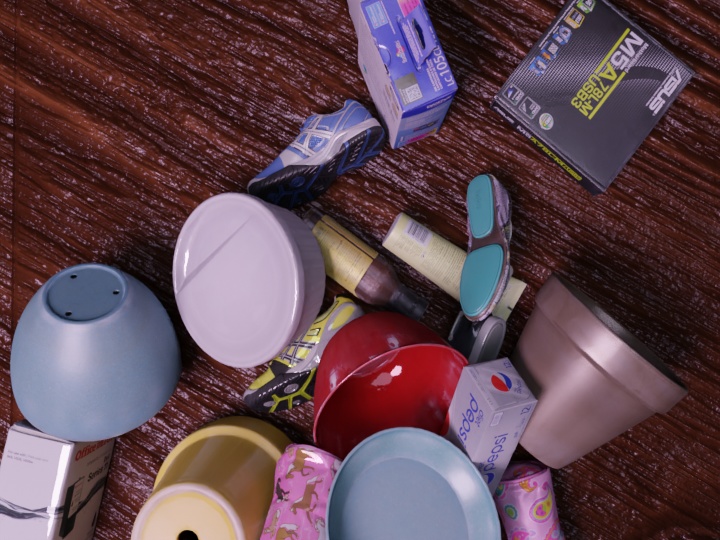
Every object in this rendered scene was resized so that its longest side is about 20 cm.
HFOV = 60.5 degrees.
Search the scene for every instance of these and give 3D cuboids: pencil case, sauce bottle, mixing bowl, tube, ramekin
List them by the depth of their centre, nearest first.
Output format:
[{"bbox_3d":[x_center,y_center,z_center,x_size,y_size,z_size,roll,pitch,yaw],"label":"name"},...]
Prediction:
[{"bbox_3d":[-0.068,0.288,0.642,0.086,0.082,0.204,38,48,-28],"label":"pencil case"},{"bbox_3d":[0.024,0.124,0.734,0.197,0.202,0.109,-28,45,-1],"label":"mixing bowl"},{"bbox_3d":[-0.131,0.008,0.765,0.197,0.094,0.209,4,97,29],"label":"ramekin"},{"bbox_3d":[0.221,0.349,0.780,0.085,0.087,0.206,-13,88,0],"label":"pencil case"},{"bbox_3d":[0.000,0.000,0.809,0.198,0.065,0.065,38,88,4],"label":"sauce bottle"},{"bbox_3d":[0.121,-0.001,0.819,0.197,0.052,0.058,32,127,-3],"label":"tube"}]

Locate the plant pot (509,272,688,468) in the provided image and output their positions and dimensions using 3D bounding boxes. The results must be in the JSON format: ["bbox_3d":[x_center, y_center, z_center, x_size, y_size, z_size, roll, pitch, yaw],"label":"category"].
[{"bbox_3d":[0.255,0.134,0.751,0.199,0.200,0.175,40,105,2],"label":"plant pot"}]

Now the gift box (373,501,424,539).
[{"bbox_3d":[0.037,0.384,0.730,0.181,0.187,0.204,28,87,3],"label":"gift box"}]

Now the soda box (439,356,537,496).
[{"bbox_3d":[0.138,0.201,0.734,0.062,0.069,0.204,-8,131,-22],"label":"soda box"}]

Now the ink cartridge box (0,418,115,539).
[{"bbox_3d":[-0.382,0.285,0.761,0.081,0.147,0.206,12,88,0],"label":"ink cartridge box"}]

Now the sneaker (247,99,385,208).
[{"bbox_3d":[-0.064,-0.153,0.823,0.196,0.076,0.078,-29,65,-1],"label":"sneaker"}]

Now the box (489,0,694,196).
[{"bbox_3d":[0.306,-0.240,0.825,0.192,0.048,0.201,40,89,5],"label":"box"}]

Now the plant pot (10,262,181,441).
[{"bbox_3d":[-0.313,0.073,0.726,0.194,0.137,0.203,7,43,-7],"label":"plant pot"}]

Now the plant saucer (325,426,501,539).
[{"bbox_3d":[0.053,0.271,0.649,0.194,0.036,0.205,9,58,-15],"label":"plant saucer"}]

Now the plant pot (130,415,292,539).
[{"bbox_3d":[-0.170,0.290,0.729,0.194,0.189,0.207,0,86,6],"label":"plant pot"}]

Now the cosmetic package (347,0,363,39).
[{"bbox_3d":[0.018,-0.372,0.758,0.072,0.200,0.105,-16,88,0],"label":"cosmetic package"}]

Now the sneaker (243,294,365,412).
[{"bbox_3d":[-0.071,0.113,0.812,0.198,0.076,0.077,-35,56,2],"label":"sneaker"}]

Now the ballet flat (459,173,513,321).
[{"bbox_3d":[0.169,-0.025,0.785,0.070,0.072,0.206,7,65,1],"label":"ballet flat"}]

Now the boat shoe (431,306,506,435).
[{"bbox_3d":[0.125,0.143,0.804,0.060,0.075,0.204,29,99,39],"label":"boat shoe"}]

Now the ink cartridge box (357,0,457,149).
[{"bbox_3d":[0.053,-0.246,0.752,0.075,0.200,0.140,-22,87,0],"label":"ink cartridge box"}]
